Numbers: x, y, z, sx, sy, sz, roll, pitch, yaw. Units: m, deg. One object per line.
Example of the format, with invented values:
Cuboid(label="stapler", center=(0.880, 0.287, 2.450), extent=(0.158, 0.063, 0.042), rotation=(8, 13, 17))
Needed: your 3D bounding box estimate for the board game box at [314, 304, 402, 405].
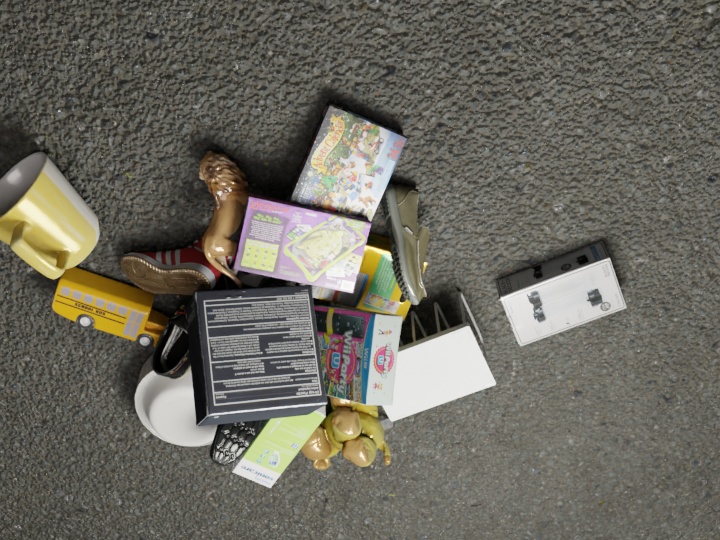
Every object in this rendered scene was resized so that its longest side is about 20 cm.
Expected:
Cuboid(label="board game box", center=(-0.024, 0.137, 1.612), extent=(0.064, 0.199, 0.149), rotation=(8, 88, -41))

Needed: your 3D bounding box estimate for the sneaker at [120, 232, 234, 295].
Cuboid(label="sneaker", center=(-0.302, -0.018, 1.621), extent=(0.198, 0.113, 0.072), rotation=(9, 130, 29))

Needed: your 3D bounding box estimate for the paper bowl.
Cuboid(label="paper bowl", center=(-0.310, 0.238, 1.749), extent=(0.198, 0.105, 0.202), rotation=(-2, 122, -3))

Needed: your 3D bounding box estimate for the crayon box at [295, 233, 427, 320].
Cuboid(label="crayon box", center=(0.000, 0.000, 1.642), extent=(0.198, 0.052, 0.127), rotation=(15, 120, -10))

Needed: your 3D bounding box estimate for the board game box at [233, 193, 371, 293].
Cuboid(label="board game box", center=(-0.092, -0.042, 1.517), extent=(0.198, 0.032, 0.121), rotation=(12, 108, -13))

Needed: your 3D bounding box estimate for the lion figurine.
Cuboid(label="lion figurine", center=(-0.215, -0.081, 1.530), extent=(0.072, 0.202, 0.122), rotation=(-7, 161, 38))

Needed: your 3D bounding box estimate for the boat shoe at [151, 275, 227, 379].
Cuboid(label="boat shoe", center=(-0.290, 0.093, 1.642), extent=(0.073, 0.063, 0.203), rotation=(30, 95, 23))

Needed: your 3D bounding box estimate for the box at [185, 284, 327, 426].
Cuboid(label="box", center=(-0.174, 0.140, 1.566), extent=(0.198, 0.200, 0.123), rotation=(-2, 163, -20))

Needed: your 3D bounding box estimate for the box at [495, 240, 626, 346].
Cuboid(label="box", center=(0.347, 0.041, 1.674), extent=(0.198, 0.060, 0.117), rotation=(-22, 120, 11))

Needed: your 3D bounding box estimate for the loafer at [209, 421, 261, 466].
Cuboid(label="loafer", center=(-0.206, 0.250, 1.690), extent=(0.068, 0.202, 0.070), rotation=(33, 158, -17))

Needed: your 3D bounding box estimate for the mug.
Cuboid(label="mug", center=(-0.503, -0.067, 1.518), extent=(0.148, 0.188, 0.153), rotation=(-11, 136, 37))

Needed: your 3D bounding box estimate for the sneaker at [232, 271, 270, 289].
Cuboid(label="sneaker", center=(-0.174, -0.021, 1.619), extent=(0.089, 0.074, 0.200), rotation=(45, 120, -1))

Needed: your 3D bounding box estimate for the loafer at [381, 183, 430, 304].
Cuboid(label="loafer", center=(0.085, -0.046, 1.566), extent=(0.069, 0.075, 0.202), rotation=(-10, 90, -9))

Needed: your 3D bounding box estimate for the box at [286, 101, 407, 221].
Cuboid(label="box", center=(-0.028, -0.147, 1.528), extent=(0.135, 0.038, 0.202), rotation=(20, 104, -15))

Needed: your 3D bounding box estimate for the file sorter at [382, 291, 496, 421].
Cuboid(label="file sorter", center=(0.115, 0.147, 1.693), extent=(0.198, 0.125, 0.139), rotation=(-21, 121, 12))

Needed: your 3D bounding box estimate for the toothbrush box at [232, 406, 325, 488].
Cuboid(label="toothbrush box", center=(-0.148, 0.267, 1.747), extent=(0.086, 0.146, 0.201), rotation=(28, 116, -19))

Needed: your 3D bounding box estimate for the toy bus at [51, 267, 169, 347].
Cuboid(label="toy bus", center=(-0.425, 0.064, 1.660), extent=(0.198, 0.065, 0.079), rotation=(19, 118, -13))

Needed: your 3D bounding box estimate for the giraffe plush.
Cuboid(label="giraffe plush", center=(-0.047, 0.297, 1.786), extent=(0.161, 0.174, 0.200), rotation=(-16, 156, 20))
